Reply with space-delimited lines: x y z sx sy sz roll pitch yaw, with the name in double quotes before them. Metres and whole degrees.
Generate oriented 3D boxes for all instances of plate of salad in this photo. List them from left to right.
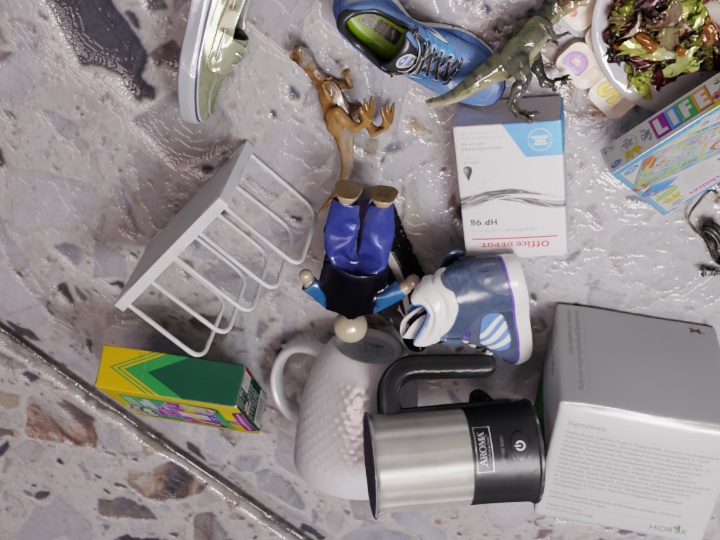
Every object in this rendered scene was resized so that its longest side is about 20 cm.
"plate of salad" 0.328 -0.239 1.028 0.199 0.048 0.200 4 125 5

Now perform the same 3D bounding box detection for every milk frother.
"milk frother" 0.096 0.205 1.217 0.188 0.181 0.200 -3 146 -5

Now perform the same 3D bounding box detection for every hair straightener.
"hair straightener" 0.415 -0.009 1.175 0.077 0.041 0.200 -20 122 21

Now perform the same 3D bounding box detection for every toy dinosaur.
"toy dinosaur" -0.018 -0.161 1.160 0.106 0.060 0.200 3 120 37
"toy dinosaur" 0.164 -0.204 1.062 0.200 0.047 0.088 -41 109 -1

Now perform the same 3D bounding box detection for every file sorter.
"file sorter" -0.160 -0.019 1.214 0.124 0.139 0.200 39 120 -17

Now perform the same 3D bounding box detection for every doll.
"doll" 0.000 0.000 1.177 0.136 0.049 0.200 7 123 -3

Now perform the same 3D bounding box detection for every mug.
"mug" -0.024 0.160 1.307 0.200 0.148 0.176 20 118 21

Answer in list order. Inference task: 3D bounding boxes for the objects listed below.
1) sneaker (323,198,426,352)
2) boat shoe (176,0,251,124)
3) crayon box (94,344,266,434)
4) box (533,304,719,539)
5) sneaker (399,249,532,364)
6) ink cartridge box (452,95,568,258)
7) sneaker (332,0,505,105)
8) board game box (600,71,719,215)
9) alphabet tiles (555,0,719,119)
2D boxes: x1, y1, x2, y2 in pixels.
"sneaker" 0.022 0.008 1.246 0.087 0.076 0.200 -13 110 24
"boat shoe" -0.150 -0.244 1.111 0.062 0.072 0.200 16 120 3
"crayon box" -0.218 0.150 1.312 0.172 0.058 0.200 9 163 5
"box" 0.309 0.172 1.214 0.199 0.199 0.172 10 122 4
"sneaker" 0.117 0.058 1.206 0.146 0.081 0.200 -14 147 0
"ink cartridge box" 0.170 -0.084 1.157 0.115 0.067 0.200 -3 122 12
"sneaker" 0.057 -0.219 1.079 0.200 0.089 0.079 25 123 -9
"board game box" 0.362 -0.141 1.068 0.200 0.034 0.134 -33 145 26
"alphabet tiles" 0.301 -0.246 1.065 0.196 0.015 0.200 40 120 -15
